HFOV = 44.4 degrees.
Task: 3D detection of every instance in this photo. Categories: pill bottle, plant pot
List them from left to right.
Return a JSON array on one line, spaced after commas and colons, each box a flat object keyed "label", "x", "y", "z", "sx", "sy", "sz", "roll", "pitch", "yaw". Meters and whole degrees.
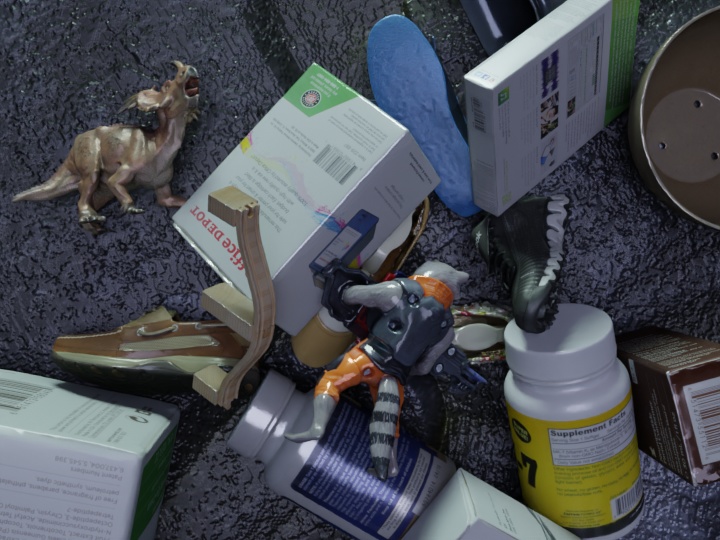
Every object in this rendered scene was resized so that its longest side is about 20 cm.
[{"label": "pill bottle", "x": -0.020, "y": 0.178, "z": 0.830, "sx": 0.200, "sy": 0.111, "sz": 0.111, "roll": 31, "pitch": 90, "yaw": -4}, {"label": "pill bottle", "x": 0.194, "y": 0.139, "z": 0.811, "sx": 0.114, "sy": 0.114, "sz": 0.200, "roll": -14, "pitch": 111, "yaw": -2}, {"label": "plant pot", "x": 0.334, "y": -0.134, "z": 0.824, "sx": 0.200, "sy": 0.134, "sz": 0.201, "roll": 0, "pitch": 93, "yaw": -3}]

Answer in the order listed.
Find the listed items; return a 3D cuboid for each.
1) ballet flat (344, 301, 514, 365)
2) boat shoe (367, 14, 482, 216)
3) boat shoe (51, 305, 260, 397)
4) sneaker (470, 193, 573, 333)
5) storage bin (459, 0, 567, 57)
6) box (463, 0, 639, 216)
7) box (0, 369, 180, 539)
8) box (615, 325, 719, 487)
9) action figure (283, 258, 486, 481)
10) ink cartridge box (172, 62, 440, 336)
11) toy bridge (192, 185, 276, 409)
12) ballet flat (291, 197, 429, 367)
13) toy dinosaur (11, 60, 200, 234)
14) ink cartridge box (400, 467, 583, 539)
[{"label": "ballet flat", "x": 0.066, "y": 0.063, "z": 0.854, "sx": 0.200, "sy": 0.064, "sz": 0.076, "roll": -8, "pitch": 92, "yaw": -2}, {"label": "boat shoe", "x": 0.059, "y": -0.144, "z": 0.848, "sx": 0.084, "sy": 0.069, "sz": 0.200, "roll": -19, "pitch": 98, "yaw": 11}, {"label": "boat shoe", "x": -0.189, "y": 0.075, "z": 0.844, "sx": 0.200, "sy": 0.076, "sz": 0.074, "roll": 4, "pitch": 63, "yaw": 6}, {"label": "sneaker", "x": 0.143, "y": -0.011, "z": 0.809, "sx": 0.090, "sy": 0.200, "sz": 0.067, "roll": 8, "pitch": 125, "yaw": 12}, {"label": "storage bin", "x": 0.159, "y": -0.320, "z": 0.816, "sx": 0.134, "sy": 0.146, "sz": 0.200, "roll": -29, "pitch": 93, "yaw": -12}, {"label": "box", "x": 0.174, "y": -0.159, "z": 0.789, "sx": 0.200, "sy": 0.144, "sz": 0.036, "roll": -37, "pitch": 52, "yaw": -22}, {"label": "box", "x": -0.282, "y": 0.199, "z": 0.774, "sx": 0.200, "sy": 0.199, "sz": 0.172, "roll": 13, "pitch": 92, "yaw": -3}, {"label": "box", "x": 0.282, "y": 0.114, "z": 0.798, "sx": 0.075, "sy": 0.200, "sz": 0.100, "roll": -15, "pitch": 92, "yaw": 0}, {"label": "action figure", "x": 0.046, "y": 0.083, "z": 0.754, "sx": 0.200, "sy": 0.105, "sz": 0.194, "roll": 30, "pitch": 79, "yaw": -27}, {"label": "ink cartridge box", "x": -0.052, "y": -0.065, "z": 0.801, "sx": 0.200, "sy": 0.088, "sz": 0.145, "roll": -47, "pitch": 54, "yaw": -2}, {"label": "toy bridge", "x": -0.100, "y": 0.035, "z": 0.720, "sx": 0.067, "sy": 0.027, "sz": 0.200, "roll": 30, "pitch": 126, "yaw": 30}, {"label": "ballet flat", "x": 0.000, "y": 0.000, "z": 0.828, "sx": 0.069, "sy": 0.063, "sz": 0.200, "roll": 33, "pitch": 77, "yaw": -6}, {"label": "toy dinosaur", "x": -0.224, "y": -0.112, "z": 0.829, "sx": 0.200, "sy": 0.086, "sz": 0.136, "roll": -11, "pitch": 85, "yaw": 10}, {"label": "ink cartridge box", "x": 0.127, "y": 0.284, "z": 0.759, "sx": 0.200, "sy": 0.084, "sz": 0.146, "roll": 33, "pitch": 103, "yaw": -14}]
